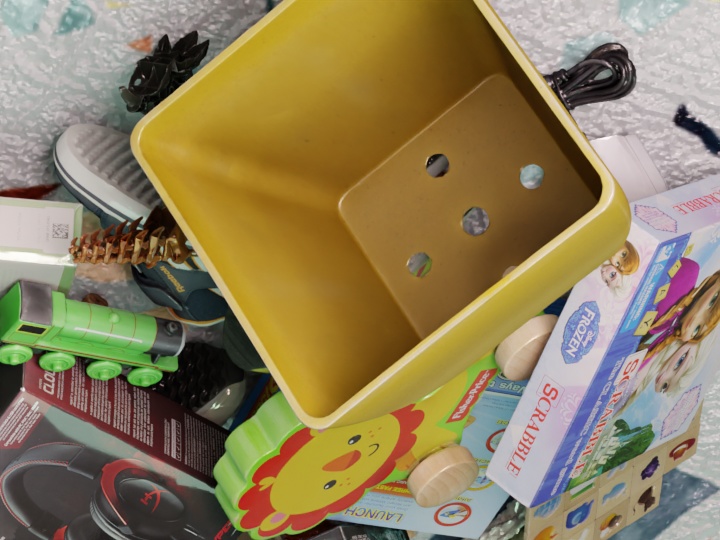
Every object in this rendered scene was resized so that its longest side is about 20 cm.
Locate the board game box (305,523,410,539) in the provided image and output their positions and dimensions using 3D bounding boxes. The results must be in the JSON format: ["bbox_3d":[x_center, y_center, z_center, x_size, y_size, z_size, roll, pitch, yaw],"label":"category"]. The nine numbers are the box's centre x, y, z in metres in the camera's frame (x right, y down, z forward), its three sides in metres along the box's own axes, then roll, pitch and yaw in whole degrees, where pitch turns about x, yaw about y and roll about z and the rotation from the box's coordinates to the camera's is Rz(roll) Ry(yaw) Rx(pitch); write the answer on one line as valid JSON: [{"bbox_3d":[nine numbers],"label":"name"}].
[{"bbox_3d":[-0.073,0.230,1.637,0.200,0.028,0.135,-25,168,17],"label":"board game box"}]

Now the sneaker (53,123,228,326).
[{"bbox_3d":[-0.118,-0.017,1.406,0.200,0.079,0.079,28,120,-31],"label":"sneaker"}]

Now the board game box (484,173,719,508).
[{"bbox_3d":[0.182,0.037,1.411,0.199,0.041,0.200,-18,138,-51],"label":"board game box"}]

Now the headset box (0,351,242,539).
[{"bbox_3d":[-0.187,0.140,1.451,0.200,0.075,0.149,30,114,-22],"label":"headset box"}]

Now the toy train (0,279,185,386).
[{"bbox_3d":[-0.194,0.033,1.369,0.199,0.042,0.056,11,146,-31],"label":"toy train"}]

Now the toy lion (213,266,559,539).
[{"bbox_3d":[0.007,0.088,1.385,0.191,0.069,0.200,-6,140,-41],"label":"toy lion"}]

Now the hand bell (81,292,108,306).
[{"bbox_3d":[-0.223,0.095,1.517,0.104,0.104,0.200,23,114,-26],"label":"hand bell"}]

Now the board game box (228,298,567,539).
[{"bbox_3d":[0.032,0.091,1.530,0.199,0.056,0.196,11,132,-25],"label":"board game box"}]

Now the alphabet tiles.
[{"bbox_3d":[0.177,0.120,1.560,0.166,0.006,0.200,-30,141,-27],"label":"alphabet tiles"}]

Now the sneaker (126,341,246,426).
[{"bbox_3d":[-0.131,0.121,1.552,0.093,0.070,0.200,27,127,-37],"label":"sneaker"}]

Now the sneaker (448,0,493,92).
[{"bbox_3d":[0.013,-0.168,1.279,0.115,0.074,0.200,-9,136,-2],"label":"sneaker"}]

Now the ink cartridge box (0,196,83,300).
[{"bbox_3d":[-0.277,-0.005,1.381,0.199,0.048,0.146,6,160,-12],"label":"ink cartridge box"}]

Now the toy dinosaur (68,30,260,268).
[{"bbox_3d":[-0.080,-0.057,1.323,0.102,0.200,0.136,7,125,26],"label":"toy dinosaur"}]

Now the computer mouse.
[{"bbox_3d":[0.158,-0.052,1.428,0.109,0.044,0.200,-26,131,16],"label":"computer mouse"}]

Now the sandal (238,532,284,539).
[{"bbox_3d":[-0.153,0.212,1.638,0.200,0.057,0.080,-7,135,-1],"label":"sandal"}]

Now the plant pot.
[{"bbox_3d":[0.034,-0.041,1.224,0.200,0.200,0.176,-39,158,13],"label":"plant pot"}]

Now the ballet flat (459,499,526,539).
[{"bbox_3d":[0.132,0.199,1.654,0.072,0.072,0.200,29,124,-30],"label":"ballet flat"}]

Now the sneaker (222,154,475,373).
[{"bbox_3d":[0.000,0.000,1.392,0.200,0.078,0.090,-38,168,-14],"label":"sneaker"}]
